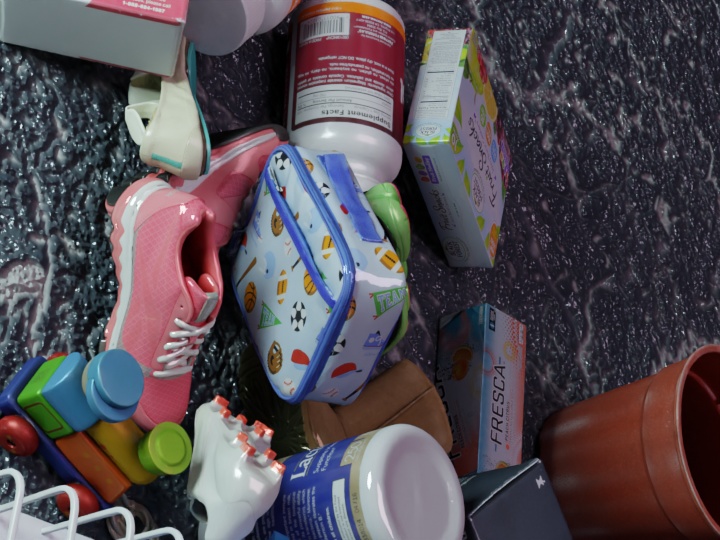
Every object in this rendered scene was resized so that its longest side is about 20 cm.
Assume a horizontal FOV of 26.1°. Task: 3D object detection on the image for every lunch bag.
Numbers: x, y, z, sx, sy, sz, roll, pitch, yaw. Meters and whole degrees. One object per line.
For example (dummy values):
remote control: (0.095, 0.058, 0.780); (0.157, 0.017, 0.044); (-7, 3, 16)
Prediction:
lunch bag: (-0.039, -0.003, 1.248); (0.075, 0.161, 0.201); (3, 38, -29)

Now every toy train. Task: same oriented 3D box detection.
toy train: (-0.165, 0.143, 1.143); (0.201, 0.115, 0.085); (53, 45, -21)

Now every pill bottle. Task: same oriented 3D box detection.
pill bottle: (-0.016, -0.141, 1.423); (0.112, 0.112, 0.203); (23, 60, -41)
pill bottle: (-0.027, 0.197, 1.213); (0.115, 0.199, 0.117); (26, 54, -43)
pill bottle: (-0.092, -0.279, 1.391); (0.110, 0.109, 0.200); (55, 42, -18)

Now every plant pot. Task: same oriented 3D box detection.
plant pot: (0.297, 0.195, 1.587); (0.200, 0.194, 0.203); (20, 62, -43)

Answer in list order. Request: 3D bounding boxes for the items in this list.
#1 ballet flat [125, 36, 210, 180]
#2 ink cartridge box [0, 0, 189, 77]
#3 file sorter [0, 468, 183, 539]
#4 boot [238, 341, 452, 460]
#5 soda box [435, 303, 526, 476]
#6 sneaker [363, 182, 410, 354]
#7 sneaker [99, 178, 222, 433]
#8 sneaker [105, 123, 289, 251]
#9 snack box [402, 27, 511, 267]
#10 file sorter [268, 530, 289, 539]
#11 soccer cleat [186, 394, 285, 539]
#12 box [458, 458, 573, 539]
ballet flat: (-0.161, -0.138, 1.269); (0.069, 0.069, 0.201); (44, 15, -28)
ink cartridge box: (-0.198, -0.272, 1.242); (0.143, 0.084, 0.202); (11, 63, -7)
file sorter: (-0.201, 0.232, 1.064); (0.199, 0.124, 0.140); (30, 55, -38)
boot: (-0.011, 0.119, 1.375); (0.199, 0.066, 0.177); (-25, 99, -52)
soda box: (0.114, 0.139, 1.502); (0.068, 0.063, 0.202); (28, 55, -39)
sneaker: (0.000, 0.000, 1.380); (0.201, 0.083, 0.077); (88, -9, -47)
sneaker: (-0.146, 0.035, 1.187); (0.073, 0.086, 0.203); (-13, 108, -48)
sneaker: (-0.130, -0.060, 1.310); (0.200, 0.073, 0.088); (-35, 112, -42)
snack box: (0.099, -0.117, 1.530); (0.201, 0.052, 0.144); (64, 34, -51)
file sorter: (-0.048, 0.320, 1.094); (0.122, 0.202, 0.139); (25, 11, -11)
soccer cleat: (-0.104, 0.150, 1.176); (0.069, 0.200, 0.078); (33, 92, -12)
box: (0.086, 0.286, 1.312); (0.123, 0.195, 0.202); (-27, 96, -49)
